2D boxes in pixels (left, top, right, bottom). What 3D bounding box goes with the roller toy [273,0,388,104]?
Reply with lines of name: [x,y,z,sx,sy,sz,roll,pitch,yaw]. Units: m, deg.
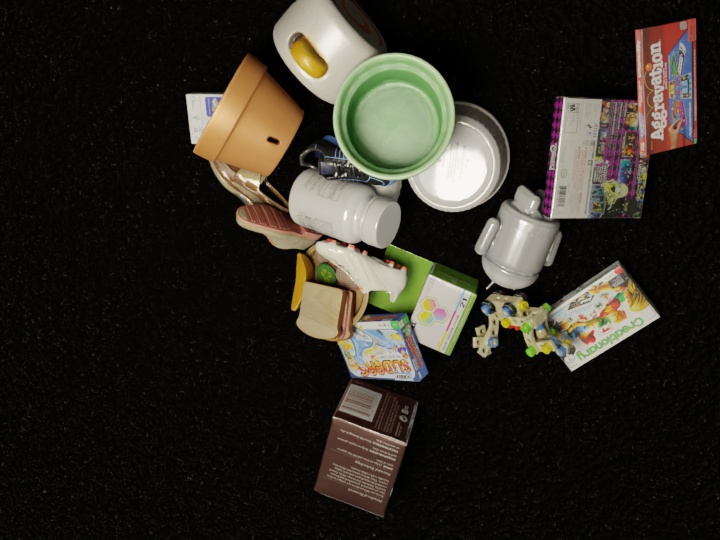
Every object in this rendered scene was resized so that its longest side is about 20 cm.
roller toy: [-0.054,-0.387,1.151,0.139,0.202,0.181,-39,141,26]

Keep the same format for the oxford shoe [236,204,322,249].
oxford shoe: [-0.166,-0.075,1.315,0.198,0.071,0.074,13,130,-39]

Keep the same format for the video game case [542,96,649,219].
video game case: [0.407,-0.190,1.134,0.178,0.036,0.204,-2,106,-13]

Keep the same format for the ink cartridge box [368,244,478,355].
ink cartridge box: [0.118,0.058,1.336,0.197,0.076,0.150,22,115,5]

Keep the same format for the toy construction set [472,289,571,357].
toy construction set: [0.298,0.109,1.285,0.198,0.092,0.132,-10,117,49]

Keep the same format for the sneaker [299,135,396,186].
sneaker: [-0.024,-0.188,1.212,0.198,0.078,0.071,23,135,34]

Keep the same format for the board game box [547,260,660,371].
board game box: [0.450,0.090,1.281,0.199,0.035,0.127,-39,96,25]

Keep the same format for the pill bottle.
pill bottle: [-0.028,-0.115,1.259,0.198,0.114,0.116,22,117,29]

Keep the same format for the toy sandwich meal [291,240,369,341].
toy sandwich meal: [-0.071,0.041,1.353,0.202,0.070,0.209,5,99,33]

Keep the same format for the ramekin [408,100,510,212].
ramekin: [0.170,-0.201,1.213,0.199,0.094,0.206,5,112,14]

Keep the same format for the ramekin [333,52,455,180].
ramekin: [0.057,-0.246,1.108,0.196,0.098,0.204,0,90,6]

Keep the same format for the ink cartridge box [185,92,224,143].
ink cartridge box: [-0.246,-0.300,1.319,0.197,0.039,0.101,6,112,15]

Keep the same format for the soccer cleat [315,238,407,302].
soccer cleat: [0.000,0.000,1.276,0.198,0.069,0.079,22,90,-18]

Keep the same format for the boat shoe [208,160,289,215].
boat shoe: [-0.217,-0.178,1.340,0.073,0.076,0.200,-34,108,27]

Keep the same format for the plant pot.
plant pot: [-0.194,-0.264,1.203,0.139,0.201,0.201,31,116,-16]

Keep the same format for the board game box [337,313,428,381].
board game box: [0.036,0.158,1.375,0.198,0.034,0.137,-7,110,46]

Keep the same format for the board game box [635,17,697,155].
board game box: [0.506,-0.301,1.100,0.101,0.019,0.203,-14,108,-9]

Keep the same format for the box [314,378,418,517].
box: [0.015,0.376,1.437,0.162,0.166,0.203,17,114,7]

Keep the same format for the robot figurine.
robot figurine: [0.292,-0.052,1.226,0.167,0.113,0.203,9,116,-17]

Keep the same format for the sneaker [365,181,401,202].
sneaker: [0.037,-0.202,1.258,0.075,0.081,0.203,3,113,12]
